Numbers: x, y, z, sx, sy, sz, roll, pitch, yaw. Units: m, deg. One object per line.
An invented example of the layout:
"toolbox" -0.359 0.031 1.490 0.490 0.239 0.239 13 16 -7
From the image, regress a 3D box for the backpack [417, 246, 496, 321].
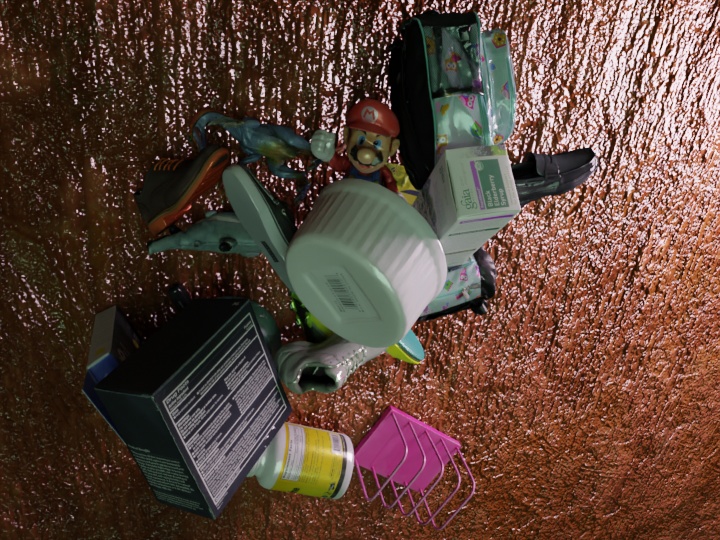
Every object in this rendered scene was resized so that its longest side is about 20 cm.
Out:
"backpack" 0.090 0.004 0.847 0.194 0.167 0.131 -12 108 -17

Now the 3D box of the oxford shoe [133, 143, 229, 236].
"oxford shoe" -0.242 -0.116 0.718 0.197 0.071 0.073 -30 103 38

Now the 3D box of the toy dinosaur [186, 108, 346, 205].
"toy dinosaur" -0.142 -0.172 0.769 0.179 0.200 0.107 35 123 9

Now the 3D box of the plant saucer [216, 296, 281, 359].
"plant saucer" -0.214 0.145 0.882 0.194 0.036 0.207 -9 110 -25

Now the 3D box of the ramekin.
"ramekin" 0.000 0.000 0.680 0.098 0.196 0.203 -52 125 -34

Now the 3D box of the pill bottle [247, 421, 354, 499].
"pill bottle" -0.118 0.335 0.985 0.195 0.113 0.115 18 111 -21

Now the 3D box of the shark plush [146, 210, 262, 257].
"shark plush" -0.193 -0.054 0.769 0.195 0.083 0.093 5 112 -38

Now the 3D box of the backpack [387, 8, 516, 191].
"backpack" 0.116 -0.209 0.724 0.148 0.176 0.208 -2 93 -10

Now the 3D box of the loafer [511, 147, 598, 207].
"loafer" 0.285 -0.154 0.875 0.195 0.069 0.072 -21 128 0

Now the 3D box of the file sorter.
"file sorter" 0.104 0.388 1.060 0.197 0.126 0.140 32 104 -25

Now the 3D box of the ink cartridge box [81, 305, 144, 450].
"ink cartridge box" -0.322 0.177 0.804 0.046 0.200 0.202 -28 120 -9

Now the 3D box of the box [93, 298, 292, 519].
"box" -0.214 0.175 0.753 0.120 0.201 0.204 0 120 29

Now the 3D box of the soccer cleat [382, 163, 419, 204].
"soccer cleat" 0.070 -0.129 0.825 0.195 0.065 0.085 -23 123 -1

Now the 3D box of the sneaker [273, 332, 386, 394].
"sneaker" -0.033 0.145 0.854 0.194 0.099 0.080 -19 118 -17

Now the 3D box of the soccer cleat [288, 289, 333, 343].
"soccer cleat" -0.063 0.077 0.913 0.082 0.064 0.206 -28 119 -31

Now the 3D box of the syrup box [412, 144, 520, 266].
"syrup box" 0.117 -0.069 0.684 0.079 0.200 0.081 -7 75 -12

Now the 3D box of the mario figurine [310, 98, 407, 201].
"mario figurine" -0.001 -0.118 0.720 0.120 0.106 0.205 -12 129 -32

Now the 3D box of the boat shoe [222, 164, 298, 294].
"boat shoe" -0.114 -0.060 0.742 0.057 0.068 0.203 -45 122 -29

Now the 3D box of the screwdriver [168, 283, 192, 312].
"screwdriver" -0.253 0.109 0.886 0.029 0.028 0.205 -34 119 -29

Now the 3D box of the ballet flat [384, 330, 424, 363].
"ballet flat" 0.031 0.094 0.942 0.066 0.068 0.201 -28 119 26
